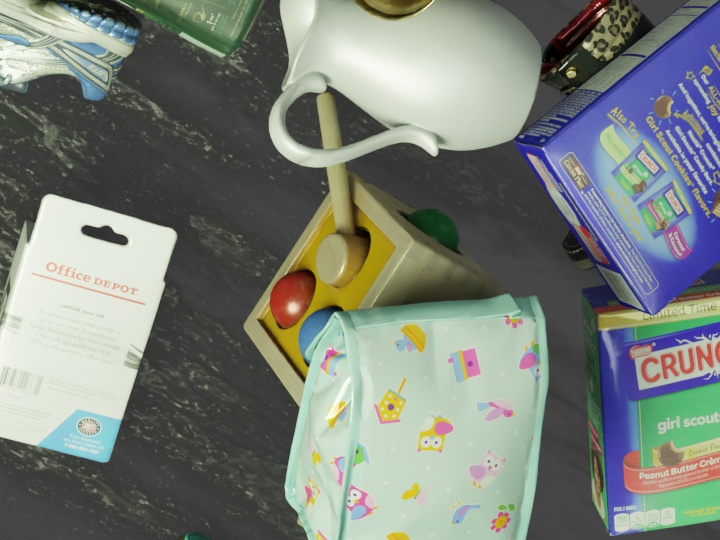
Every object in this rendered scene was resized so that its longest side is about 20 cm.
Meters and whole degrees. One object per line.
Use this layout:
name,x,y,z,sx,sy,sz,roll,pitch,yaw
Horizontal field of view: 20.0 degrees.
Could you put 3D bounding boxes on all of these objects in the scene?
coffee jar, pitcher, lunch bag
coffee jar,-0.166,-0.246,1.537,0.199,0.085,0.105,23,104,-18
pitcher,0.031,-0.143,1.574,0.198,0.121,0.173,14,68,-12
lunch bag,0.044,0.108,1.497,0.169,0.122,0.202,-3,119,-20

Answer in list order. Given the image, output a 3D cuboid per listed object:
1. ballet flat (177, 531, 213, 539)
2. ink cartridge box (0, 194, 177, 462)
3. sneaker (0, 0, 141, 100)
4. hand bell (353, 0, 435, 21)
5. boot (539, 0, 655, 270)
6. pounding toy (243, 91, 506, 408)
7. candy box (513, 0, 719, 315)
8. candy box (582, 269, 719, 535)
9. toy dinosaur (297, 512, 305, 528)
ballet flat,-0.088,0.297,1.729,0.199,0.068,0.069,34,111,-18
ink cartridge box,-0.227,0.038,1.620,0.115,0.067,0.202,16,103,-15
sneaker,-0.270,-0.178,1.545,0.198,0.077,0.086,16,107,-15
hand bell,0.078,-0.243,1.553,0.103,0.199,0.105,5,98,33
boot,0.199,-0.116,1.654,0.150,0.073,0.200,41,92,-20
pounding toy,0.000,0.000,1.607,0.142,0.184,0.201,28,100,-30
candy box,0.248,-0.094,1.598,0.199,0.077,0.170,-38,108,-7
candy box,0.278,0.108,1.727,0.167,0.077,0.202,-8,106,-6
toy dinosaur,0.002,0.215,1.724,0.100,0.058,0.202,18,102,-17
